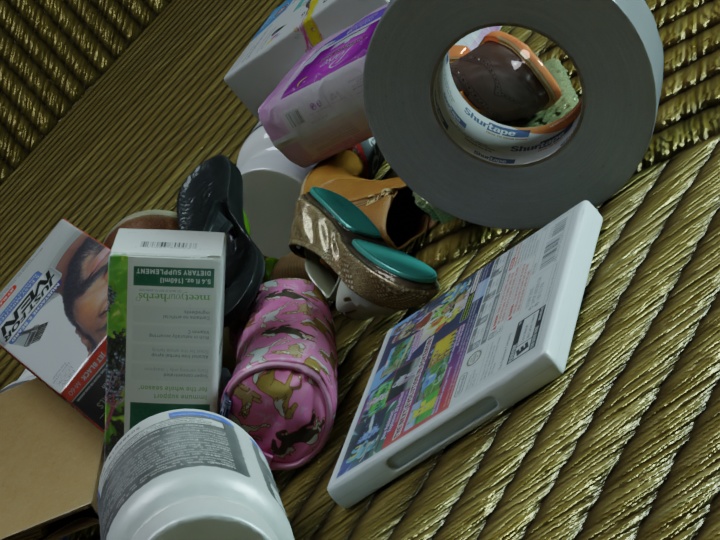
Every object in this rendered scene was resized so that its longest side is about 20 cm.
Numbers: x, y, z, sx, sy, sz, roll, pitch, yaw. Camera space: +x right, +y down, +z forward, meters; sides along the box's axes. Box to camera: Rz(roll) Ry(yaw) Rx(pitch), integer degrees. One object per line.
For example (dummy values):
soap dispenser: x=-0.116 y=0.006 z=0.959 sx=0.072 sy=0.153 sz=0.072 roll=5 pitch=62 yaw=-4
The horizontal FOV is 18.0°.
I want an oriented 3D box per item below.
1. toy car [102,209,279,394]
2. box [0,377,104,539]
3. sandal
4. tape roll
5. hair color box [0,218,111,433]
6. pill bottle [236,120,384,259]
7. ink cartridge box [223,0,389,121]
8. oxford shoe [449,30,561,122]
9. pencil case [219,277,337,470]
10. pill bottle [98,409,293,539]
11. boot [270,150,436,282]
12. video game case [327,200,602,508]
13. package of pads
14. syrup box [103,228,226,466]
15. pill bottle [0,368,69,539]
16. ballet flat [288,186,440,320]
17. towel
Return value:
toy car: x=-0.150 y=0.058 z=1.817 sx=0.164 sy=0.158 sz=0.200 roll=-27 pitch=29 yaw=16
box: x=-0.252 y=0.145 z=1.708 sx=0.163 sy=0.021 sz=0.200 roll=-23 pitch=29 yaw=17
sandal: x=-0.121 y=-0.025 z=1.733 sx=0.075 sy=0.048 sz=0.201 roll=-39 pitch=33 yaw=16
tape roll: x=0.104 y=-0.131 z=1.547 sx=0.200 sy=0.200 sz=0.066 roll=-35 pitch=16 yaw=26
hair color box: x=-0.207 y=0.041 z=1.716 sx=0.111 sy=0.064 sz=0.200 roll=-50 pitch=31 yaw=-8
pill bottle: x=-0.043 y=-0.101 z=2.035 sx=0.116 sy=0.116 sz=0.200 roll=-32 pitch=18 yaw=36
ink cartridge box: x=0.006 y=-0.210 z=2.163 sx=0.200 sy=0.146 sz=0.147 roll=-32 pitch=18 yaw=35
oxford shoe: x=0.086 y=-0.127 z=1.694 sx=0.073 sy=0.071 sz=0.200 roll=-43 pitch=12 yaw=-15
pencil case: x=-0.058 y=0.071 z=1.632 sx=0.086 sy=0.083 sz=0.200 roll=-13 pitch=18 yaw=4
pill bottle: x=-0.099 y=0.162 z=1.370 sx=0.114 sy=0.114 sz=0.200 roll=-41 pitch=13 yaw=2
boot: x=0.013 y=-0.054 z=1.865 sx=0.144 sy=0.071 sz=0.201 roll=-25 pitch=25 yaw=34
video game case: x=0.070 y=0.052 z=1.465 sx=0.182 sy=0.023 sz=0.200 roll=-34 pitch=17 yaw=28
package of pads: x=0.018 y=-0.167 z=1.895 sx=0.200 sy=0.076 sz=0.121 roll=-24 pitch=21 yaw=42
syrup box: x=-0.136 y=0.076 z=1.587 sx=0.078 sy=0.201 sz=0.081 roll=2 pitch=13 yaw=-2
pill bottle: x=-0.271 y=0.159 z=1.874 sx=0.114 sy=0.114 sz=0.200 roll=-34 pitch=16 yaw=28
ballet flat: x=0.000 y=0.000 z=1.708 sx=0.065 sy=0.070 sz=0.200 roll=-68 pitch=27 yaw=13
towel: x=0.104 y=-0.101 z=1.748 sx=0.148 sy=0.037 sz=0.200 roll=-27 pitch=17 yaw=5
